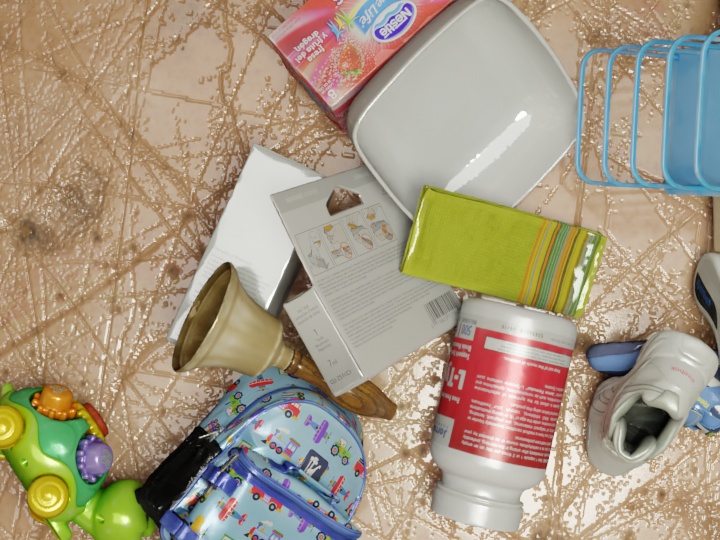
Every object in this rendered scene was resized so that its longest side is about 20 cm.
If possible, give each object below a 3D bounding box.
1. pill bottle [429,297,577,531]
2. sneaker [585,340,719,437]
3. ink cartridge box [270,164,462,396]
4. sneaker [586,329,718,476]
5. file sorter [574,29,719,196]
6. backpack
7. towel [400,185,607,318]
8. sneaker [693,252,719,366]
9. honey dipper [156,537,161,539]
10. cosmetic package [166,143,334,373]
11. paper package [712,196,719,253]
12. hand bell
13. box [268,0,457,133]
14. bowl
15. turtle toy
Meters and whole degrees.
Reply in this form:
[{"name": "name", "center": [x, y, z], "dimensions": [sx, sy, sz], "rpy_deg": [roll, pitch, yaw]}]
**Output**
[{"name": "pill bottle", "center": [0.128, 0.133, 1.116], "dimensions": [0.112, 0.112, 0.201], "rpy_deg": [13, 87, 3]}, {"name": "sneaker", "center": [0.309, 0.111, 1.130], "dimensions": [0.199, 0.074, 0.083], "rpy_deg": [12, 90, 4]}, {"name": "ink cartridge box", "center": [0.000, 0.000, 1.091], "dimensions": [0.045, 0.200, 0.177], "rpy_deg": [-30, 86, 34]}, {"name": "sneaker", "center": [0.241, 0.138, 1.073], "dimensions": [0.078, 0.200, 0.100], "rpy_deg": [29, 53, 11]}, {"name": "file sorter", "center": [0.291, -0.135, 1.055], "dimensions": [0.122, 0.200, 0.140], "rpy_deg": [0, 95, -21]}, {"name": "backpack", "center": [-0.076, 0.196, 1.100], "dimensions": [0.183, 0.134, 0.200], "rpy_deg": [44, 81, -22]}, {"name": "towel", "center": [0.137, -0.016, 1.127], "dimensions": [0.199, 0.018, 0.087], "rpy_deg": [14, 93, -22]}, {"name": "sneaker", "center": [0.379, 0.056, 1.077], "dimensions": [0.111, 0.201, 0.073], "rpy_deg": [6, 130, -6]}, {"name": "honey dipper", "center": [-0.228, 0.329, 1.132], "dimensions": [0.038, 0.038, 0.201], "rpy_deg": [32, 106, 4]}, {"name": "cosmetic package", "center": [-0.100, -0.009, 1.136], "dimensions": [0.081, 0.113, 0.201], "rpy_deg": [23, 87, 3]}, {"name": "paper package", "center": [0.405, -0.116, 1.074], "dimensions": [0.103, 0.190, 0.201], "rpy_deg": [-1, 89, -19]}, {"name": "hand bell", "center": [-0.053, 0.082, 1.055], "dimensions": [0.199, 0.104, 0.105], "rpy_deg": [28, 89, -19]}, {"name": "box", "center": [0.022, -0.239, 1.142], "dimensions": [0.200, 0.103, 0.095], "rpy_deg": [-41, 80, -1]}, {"name": "bowl", "center": [0.092, -0.144, 1.120], "dimensions": [0.200, 0.075, 0.200], "rpy_deg": [-44, 125, 1]}, {"name": "turtle toy", "center": [-0.275, 0.186, 1.131], "dimensions": [0.101, 0.146, 0.201], "rpy_deg": [-34, 87, -20]}]
